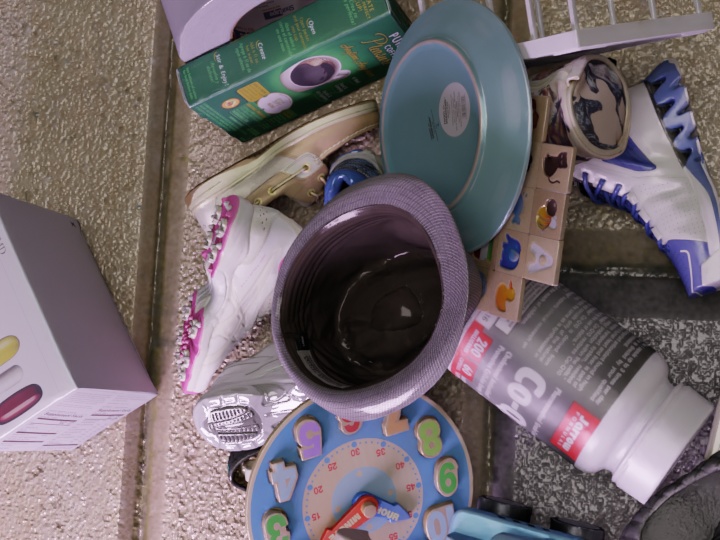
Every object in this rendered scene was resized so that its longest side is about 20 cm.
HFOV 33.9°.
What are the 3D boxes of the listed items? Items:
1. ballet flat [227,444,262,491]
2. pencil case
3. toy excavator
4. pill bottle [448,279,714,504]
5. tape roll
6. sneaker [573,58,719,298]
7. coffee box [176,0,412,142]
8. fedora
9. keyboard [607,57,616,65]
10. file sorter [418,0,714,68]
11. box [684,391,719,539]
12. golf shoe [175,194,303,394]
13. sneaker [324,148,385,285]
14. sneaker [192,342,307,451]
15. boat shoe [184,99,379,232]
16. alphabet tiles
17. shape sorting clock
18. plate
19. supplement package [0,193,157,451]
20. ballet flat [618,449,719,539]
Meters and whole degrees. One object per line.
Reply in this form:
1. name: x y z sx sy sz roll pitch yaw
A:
1. ballet flat: -0.026 0.183 1.031 0.197 0.068 0.069 1 108 18
2. pencil case: 0.128 -0.120 0.946 0.199 0.089 0.078 -4 57 56
3. toy excavator: 0.089 0.233 0.922 0.192 0.200 0.101 12 86 17
4. pill bottle: 0.175 0.089 0.958 0.199 0.114 0.114 37 94 18
5. tape roll: -0.073 -0.246 1.030 0.198 0.200 0.067 -24 78 13
6. sneaker: 0.235 -0.066 0.985 0.114 0.080 0.202 -17 72 18
7. coffee box: -0.050 -0.186 1.059 0.198 0.123 0.044 -23 74 14
8. fedora: 0.025 0.025 0.918 0.199 0.090 0.178 -36 63 29
9. keyboard: 0.154 -0.087 1.009 0.040 0.104 0.201 37 75 -25
10. file sorter: 0.149 -0.228 0.928 0.199 0.137 0.126 3 104 60
11. box: 0.308 0.186 0.925 0.094 0.078 0.202 15 88 19
12. golf shoe: -0.110 0.032 1.064 0.090 0.076 0.202 10 119 -21
13. sneaker: 0.000 0.000 1.023 0.076 0.085 0.203 -10 99 15
14. sneaker: -0.046 0.095 1.039 0.197 0.100 0.079 -4 125 11
15. boat shoe: -0.062 -0.088 1.081 0.198 0.074 0.067 -29 92 11
16. alphabet tiles: 0.092 -0.056 0.925 0.199 0.006 0.169 18 103 55
17. shape sorting clock: 0.002 0.190 0.972 0.197 0.039 0.203 -5 104 -19
18. plate: 0.063 -0.112 0.932 0.199 0.025 0.203 7 98 58
19. supplement package: -0.302 0.051 1.087 0.110 0.156 0.201 -32 75 10
20. ballet flat: 0.254 0.176 0.872 0.200 0.057 0.067 -45 70 9
